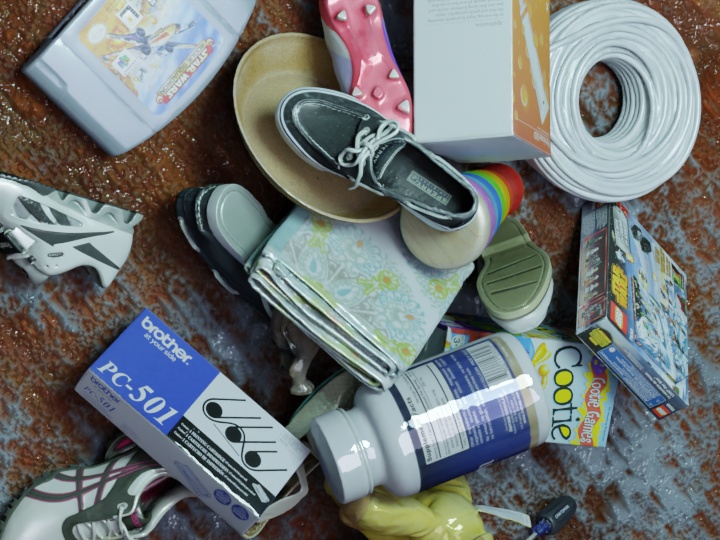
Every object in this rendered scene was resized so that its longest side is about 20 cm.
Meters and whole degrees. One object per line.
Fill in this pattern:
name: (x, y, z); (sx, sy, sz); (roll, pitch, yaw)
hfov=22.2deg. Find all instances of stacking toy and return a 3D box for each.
stacking toy: (0.109, -0.060, 1.728); (0.200, 0.085, 0.086); (-28, 118, -65)

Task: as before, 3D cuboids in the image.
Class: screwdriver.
screwdriver: (0.166, 0.266, 1.833); (0.200, 0.028, 0.029); (-21, 104, -56)

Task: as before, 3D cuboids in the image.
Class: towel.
towel: (0.000, 0.000, 1.671); (0.171, 0.048, 0.200); (40, 42, -3)

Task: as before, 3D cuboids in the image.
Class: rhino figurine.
rhino figurine: (-0.016, 0.033, 1.719); (0.200, 0.060, 0.088); (-36, 129, -46)

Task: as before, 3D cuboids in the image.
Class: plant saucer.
plant saucer: (-0.037, -0.123, 1.674); (0.199, 0.035, 0.201); (19, 52, -26)

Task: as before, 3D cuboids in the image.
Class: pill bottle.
pill bottle: (0.061, 0.138, 1.661); (0.199, 0.111, 0.112); (-19, 107, -12)

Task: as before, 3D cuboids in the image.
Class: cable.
cable: (0.240, -0.167, 1.816); (0.200, 0.069, 0.201); (-38, 108, -18)

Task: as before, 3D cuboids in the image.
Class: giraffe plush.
giraffe plush: (0.042, 0.273, 1.762); (0.199, 0.173, 0.163); (23, 111, 4)

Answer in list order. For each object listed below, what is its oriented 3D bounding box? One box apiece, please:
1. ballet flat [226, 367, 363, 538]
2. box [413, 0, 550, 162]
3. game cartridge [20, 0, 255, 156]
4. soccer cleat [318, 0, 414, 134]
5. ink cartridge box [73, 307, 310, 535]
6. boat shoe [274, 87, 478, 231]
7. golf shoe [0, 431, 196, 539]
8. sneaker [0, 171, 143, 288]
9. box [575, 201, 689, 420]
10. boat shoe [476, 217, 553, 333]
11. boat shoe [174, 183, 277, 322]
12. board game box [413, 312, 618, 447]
ballet flat: (-0.051, 0.175, 1.720); (0.200, 0.062, 0.067); (-45, 140, 12)
box: (0.112, -0.208, 1.685); (0.124, 0.097, 0.201); (14, 75, -68)
game cartridge: (-0.189, -0.207, 1.635); (0.133, 0.041, 0.200); (43, 80, -21)
soccer cleat: (0.005, -0.174, 1.674); (0.066, 0.076, 0.201); (-13, 83, -5)
ink cartridge box: (-0.150, 0.134, 1.645); (0.200, 0.044, 0.094); (41, 48, -1)
boat shoe: (0.014, -0.098, 1.591); (0.199, 0.068, 0.074); (36, 86, 2)
golf shoe: (-0.237, 0.213, 1.651); (0.199, 0.088, 0.077); (-34, 128, -14)
sneaker: (-0.291, -0.036, 1.595); (0.199, 0.074, 0.089); (18, 89, -26)
box: (0.270, 0.032, 1.816); (0.040, 0.201, 0.137); (-30, 118, 29)
boat shoe: (0.149, 0.017, 1.743); (0.074, 0.200, 0.069); (-16, 113, 6)
boat shoe: (-0.101, -0.011, 1.694); (0.076, 0.060, 0.200); (-59, 138, -30)
board game box: (0.142, 0.106, 1.805); (0.199, 0.103, 0.106); (7, 96, -26)
